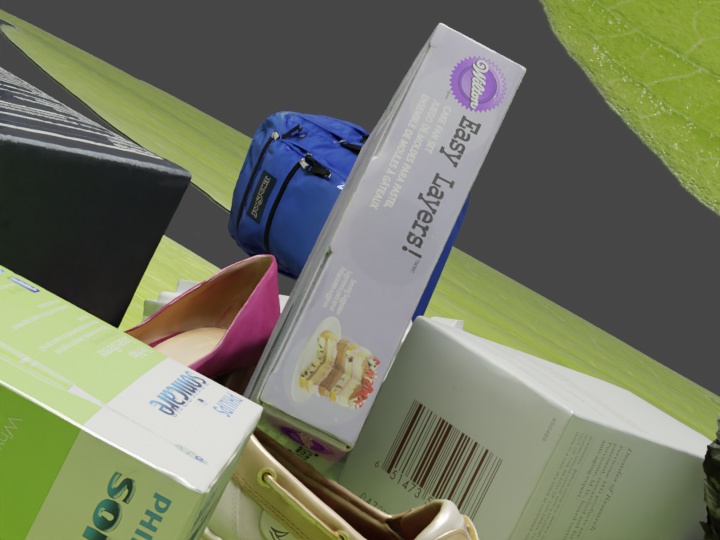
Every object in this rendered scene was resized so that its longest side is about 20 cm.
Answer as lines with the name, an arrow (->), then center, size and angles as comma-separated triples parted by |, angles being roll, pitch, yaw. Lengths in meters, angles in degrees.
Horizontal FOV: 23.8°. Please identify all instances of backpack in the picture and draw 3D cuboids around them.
backpack -> -0.028, -0.061, 1.554 | 0.200, 0.163, 0.167 | 34, 12, 39

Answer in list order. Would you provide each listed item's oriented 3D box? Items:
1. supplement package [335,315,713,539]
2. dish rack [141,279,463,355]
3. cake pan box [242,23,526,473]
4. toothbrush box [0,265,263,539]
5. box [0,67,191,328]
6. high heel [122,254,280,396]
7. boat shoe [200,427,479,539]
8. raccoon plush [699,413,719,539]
supplement package -> 0.101, 0.117, 0.888 | 0.199, 0.118, 0.117 | 20, 8, -45
dish rack -> -0.025, 0.039, 1.036 | 0.198, 0.044, 0.171 | 7, -1, 23
cake pan box -> 0.000, 0.000, 0.805 | 0.052, 0.201, 0.184 | 27, -19, -5
toothbrush box -> -0.144, 0.047, 0.573 | 0.199, 0.087, 0.146 | 27, 6, 0
box -> -0.221, -0.045, 0.801 | 0.197, 0.124, 0.200 | 29, 8, 20
high heel -> -0.099, 0.027, 0.830 | 0.067, 0.097, 0.200 | 16, 0, 18
boat shoe -> 0.020, 0.126, 0.703 | 0.199, 0.070, 0.074 | 26, 7, -10
raccoon plush -> 0.236, 0.152, 0.858 | 0.133, 0.202, 0.097 | -1, 26, -31
